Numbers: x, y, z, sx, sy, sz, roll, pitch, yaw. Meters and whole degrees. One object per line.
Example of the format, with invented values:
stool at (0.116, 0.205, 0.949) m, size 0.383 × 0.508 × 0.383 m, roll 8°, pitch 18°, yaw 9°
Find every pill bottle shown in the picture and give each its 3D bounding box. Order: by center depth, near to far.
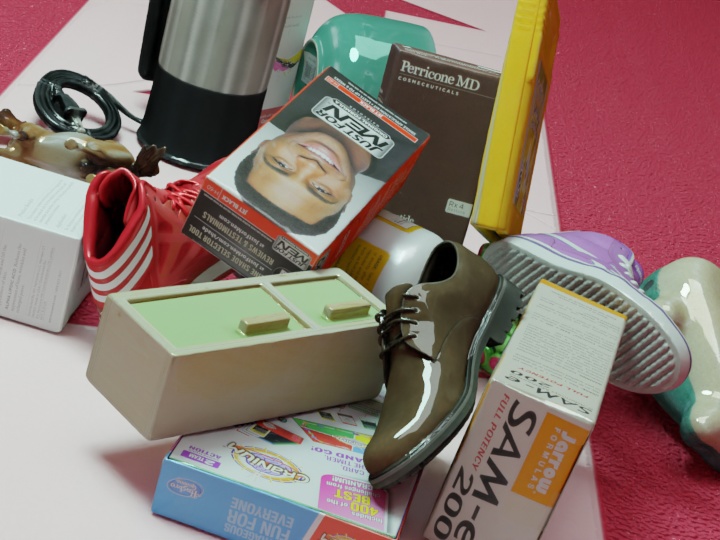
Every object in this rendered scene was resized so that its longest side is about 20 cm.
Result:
pill bottle at (0.000, 0.000, 1.321) m, size 0.199 × 0.105 × 0.104 m, roll 27°, pitch 24°, yaw 23°

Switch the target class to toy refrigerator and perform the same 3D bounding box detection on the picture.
toy refrigerator at (-0.071, 0.048, 1.089) m, size 0.199 × 0.070 × 0.076 m, roll -6°, pitch 34°, yaw -44°

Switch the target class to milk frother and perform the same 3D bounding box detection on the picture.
milk frother at (-0.184, -0.206, 1.563) m, size 0.180 × 0.189 × 0.200 m, roll 28°, pitch 25°, yaw 28°

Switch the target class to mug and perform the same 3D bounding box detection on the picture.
mug at (-0.009, -0.173, 1.689) m, size 0.114 × 0.185 × 0.153 m, roll 8°, pitch 58°, yaw -19°

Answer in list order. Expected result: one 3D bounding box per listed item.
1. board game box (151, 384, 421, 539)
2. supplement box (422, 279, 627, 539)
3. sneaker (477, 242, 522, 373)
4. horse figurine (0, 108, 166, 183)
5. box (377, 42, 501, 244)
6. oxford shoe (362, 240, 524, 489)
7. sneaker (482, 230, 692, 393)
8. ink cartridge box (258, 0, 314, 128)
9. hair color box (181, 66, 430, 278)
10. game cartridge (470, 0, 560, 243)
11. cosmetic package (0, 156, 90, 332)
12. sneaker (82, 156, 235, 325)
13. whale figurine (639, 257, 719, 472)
board game box at (-0.035, 0.120, 1.097) m, size 0.152 × 0.041 × 0.200 m, roll 19°, pitch 22°, yaw 5°
supplement box at (0.115, 0.102, 1.132) m, size 0.073 × 0.127 × 0.200 m, roll 24°, pitch 22°, yaw 6°
sneaker at (0.135, 0.029, 1.386) m, size 0.083 × 0.077 × 0.200 m, roll 12°, pitch 23°, yaw -2°
horse figurine at (-0.253, -0.101, 1.434) m, size 0.199 × 0.050 × 0.132 m, roll 13°, pitch 4°, yaw 13°
box at (0.050, -0.081, 1.409) m, size 0.100 × 0.201 × 0.075 m, roll 14°, pitch 10°, yaw -6°
oxford shoe at (0.035, 0.057, 1.079) m, size 0.084 × 0.073 × 0.200 m, roll 44°, pitch 42°, yaw -17°
sneaker at (0.198, 0.019, 1.270) m, size 0.114 × 0.073 × 0.200 m, roll -9°, pitch 35°, yaw -38°
ink cartridge box at (-0.118, -0.242, 1.675) m, size 0.116 × 0.201 × 0.067 m, roll 28°, pitch 25°, yaw 25°
hair color box at (-0.037, -0.066, 1.241) m, size 0.101 × 0.061 × 0.200 m, roll 34°, pitch 40°, yaw 5°
game cartridge at (0.130, -0.123, 1.355) m, size 0.032 × 0.201 × 0.176 m, roll 13°, pitch -1°, yaw 9°
cosmetic package at (-0.293, -0.036, 1.230) m, size 0.199 × 0.082 × 0.113 m, roll 16°, pitch 22°, yaw 2°
sneaker at (-0.133, -0.046, 1.225) m, size 0.078 × 0.116 × 0.200 m, roll 10°, pitch 46°, yaw 21°
whale figurine at (0.266, 0.085, 1.343) m, size 0.159 × 0.104 × 0.201 m, roll 41°, pitch 35°, yaw -28°
